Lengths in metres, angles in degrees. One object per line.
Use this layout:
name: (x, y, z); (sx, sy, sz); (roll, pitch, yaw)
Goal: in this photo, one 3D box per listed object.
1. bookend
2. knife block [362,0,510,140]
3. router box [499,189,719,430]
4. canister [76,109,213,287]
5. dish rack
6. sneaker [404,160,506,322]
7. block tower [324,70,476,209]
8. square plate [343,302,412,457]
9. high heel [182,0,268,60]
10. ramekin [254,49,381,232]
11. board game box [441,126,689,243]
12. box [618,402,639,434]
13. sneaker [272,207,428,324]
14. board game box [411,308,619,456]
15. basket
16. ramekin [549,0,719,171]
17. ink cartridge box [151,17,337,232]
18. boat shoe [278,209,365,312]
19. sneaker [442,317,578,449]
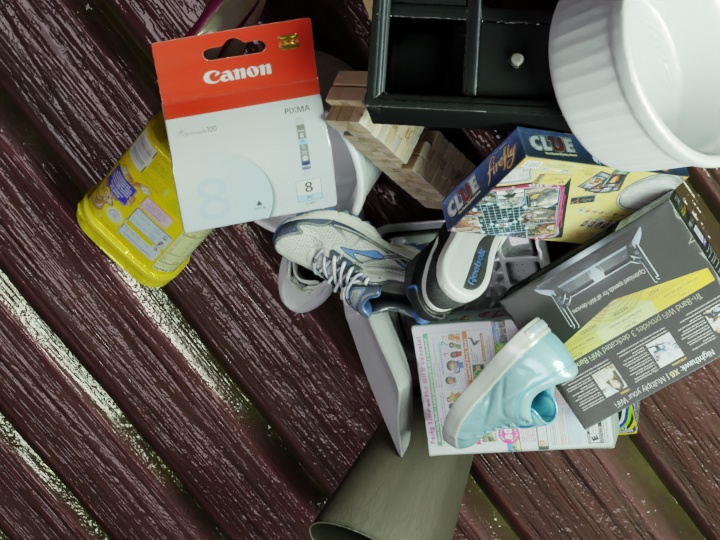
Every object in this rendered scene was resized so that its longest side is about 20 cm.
bookend: (0.111, -0.232, 1.353); (0.199, 0.092, 0.199); (4, 86, 4)
knife block: (0.113, -0.220, 1.436); (0.175, 0.064, 0.200); (-5, 121, 36)
router box: (0.263, 0.040, 1.451); (0.200, 0.052, 0.157); (-32, 93, 23)
canister: (-0.234, -0.086, 1.763); (0.149, 0.087, 0.200); (43, 135, -5)
dish rack: (0.119, 0.014, 1.611); (0.199, 0.044, 0.172); (-4, 115, 23)
sneaker: (0.101, -0.036, 1.504); (0.073, 0.200, 0.112); (40, 144, -12)
block tower: (0.045, -0.126, 1.503); (0.058, 0.054, 0.200); (11, 160, 47)
square plate: (0.020, 0.086, 1.668); (0.200, 0.028, 0.199); (86, 164, -62)
high heel: (-0.138, -0.230, 1.504); (0.067, 0.200, 0.096); (37, 146, -22)
ramekin: (-0.065, -0.141, 1.595); (0.200, 0.098, 0.201); (18, 133, 20)
board game box: (0.196, -0.078, 1.425); (0.135, 0.200, 0.035); (-45, 50, 46)
box: (0.204, 0.144, 1.635); (0.199, 0.070, 0.064); (-8, 118, 19)
sneaker: (0.000, 0.000, 1.551); (0.199, 0.085, 0.077); (17, 139, 2)
board game box: (0.164, 0.114, 1.562); (0.199, 0.064, 0.148); (-4, 102, 17)
basket: (0.054, 0.262, 1.760); (0.180, 0.200, 0.136); (40, 148, -21)
ramekin: (0.253, -0.180, 1.273); (0.098, 0.200, 0.201); (-10, 119, 47)
ink cartridge box: (-0.112, -0.140, 1.461); (0.160, 0.047, 0.200); (-10, 129, -5)
boat shoe: (-0.061, -0.009, 1.724); (0.073, 0.067, 0.200); (33, 137, 6)
sneaker: (0.148, 0.135, 1.467); (0.082, 0.074, 0.200); (48, 141, 15)
